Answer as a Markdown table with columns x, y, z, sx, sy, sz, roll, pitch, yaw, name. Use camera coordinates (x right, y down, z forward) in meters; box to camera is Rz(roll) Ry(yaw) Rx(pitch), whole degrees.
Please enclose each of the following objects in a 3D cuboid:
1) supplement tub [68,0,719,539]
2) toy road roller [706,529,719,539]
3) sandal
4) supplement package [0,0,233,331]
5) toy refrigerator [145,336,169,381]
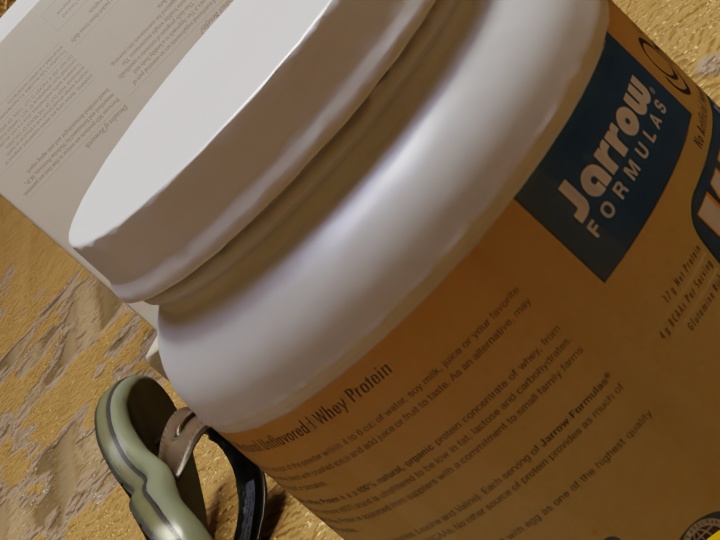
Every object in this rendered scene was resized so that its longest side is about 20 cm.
| x | y | z | sx | sy | sz | roll | pitch | yaw | name |
| --- | --- | --- | --- | --- | --- | --- | --- | --- | --- |
| 0.041 | 0.012 | 0.535 | 0.145 | 0.200 | 0.145 | -44 | 16 | 16 | supplement tub |
| 0.149 | 0.057 | 0.299 | 0.146 | 0.123 | 0.200 | -42 | 9 | -38 | toy road roller |
| -0.065 | 0.096 | 0.893 | 0.057 | 0.080 | 0.201 | -32 | 21 | -4 | sandal |
| -0.103 | -0.104 | 1.215 | 0.191 | 0.200 | 0.147 | -43 | 16 | 19 | supplement package |
| 0.000 | 0.000 | 0.916 | 0.200 | 0.076 | 0.070 | -35 | 20 | 42 | toy refrigerator |
